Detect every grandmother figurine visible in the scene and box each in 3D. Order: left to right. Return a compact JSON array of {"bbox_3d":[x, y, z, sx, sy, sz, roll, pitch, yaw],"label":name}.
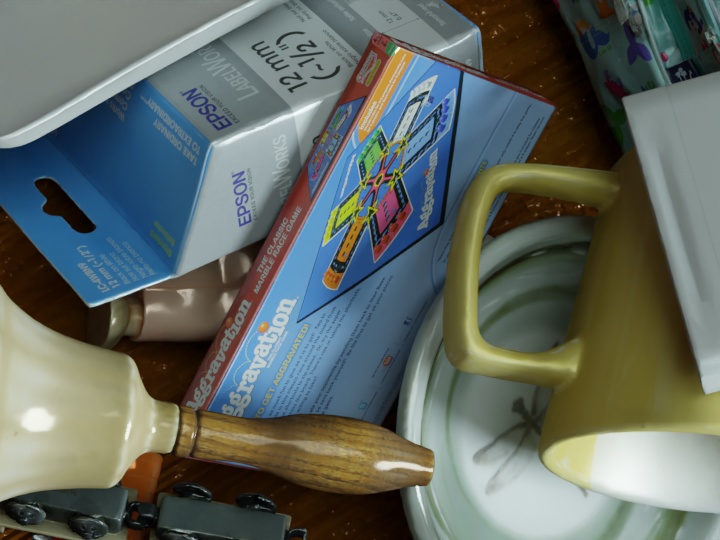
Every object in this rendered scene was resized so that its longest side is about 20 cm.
[{"bbox_3d":[-0.021,-0.001,1.103,0.200,0.061,0.121,3,103,-20],"label":"grandmother figurine"}]

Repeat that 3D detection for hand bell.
[{"bbox_3d":[-0.066,0.066,0.994,0.200,0.104,0.104,8,75,-15],"label":"hand bell"}]

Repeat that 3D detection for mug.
[{"bbox_3d":[0.147,0.010,1.032,0.187,0.149,0.153,25,66,-45],"label":"mug"}]

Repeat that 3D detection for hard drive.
[{"bbox_3d":[0.218,-0.036,0.968,0.200,0.027,0.132,-15,63,6],"label":"hard drive"}]

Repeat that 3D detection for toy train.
[{"bbox_3d":[-0.122,0.103,1.030,0.200,0.046,0.034,10,57,0],"label":"toy train"}]

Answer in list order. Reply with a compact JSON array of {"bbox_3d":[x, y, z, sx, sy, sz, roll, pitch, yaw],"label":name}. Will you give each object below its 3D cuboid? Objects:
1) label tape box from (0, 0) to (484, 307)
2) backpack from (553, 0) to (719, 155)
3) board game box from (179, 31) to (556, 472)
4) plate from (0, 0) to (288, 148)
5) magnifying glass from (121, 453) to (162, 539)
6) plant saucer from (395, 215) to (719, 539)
[{"bbox_3d":[-0.066,-0.079,1.060,0.200,0.066,0.143,-23,43,-23],"label":"label tape box"},{"bbox_3d":[0.184,-0.148,1.160,0.177,0.151,0.200,-24,80,-22],"label":"backpack"},{"bbox_3d":[0.000,0.000,1.047,0.103,0.019,0.200,16,108,-44],"label":"board game box"},{"bbox_3d":[-0.126,-0.134,1.060,0.200,0.032,0.200,-31,46,-23],"label":"plate"},{"bbox_3d":[-0.121,0.173,1.046,0.080,0.022,0.200,17,74,-13],"label":"magnifying glass"},{"bbox_3d":[0.088,0.076,1.103,0.200,0.050,0.200,1,88,-34],"label":"plant saucer"}]
